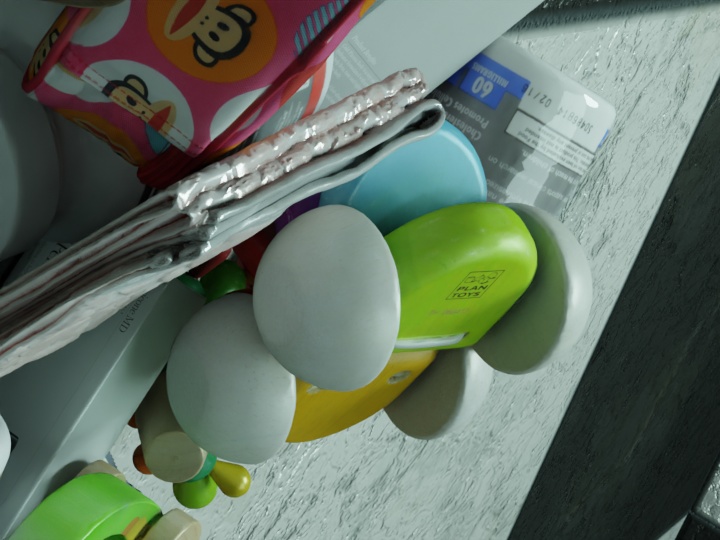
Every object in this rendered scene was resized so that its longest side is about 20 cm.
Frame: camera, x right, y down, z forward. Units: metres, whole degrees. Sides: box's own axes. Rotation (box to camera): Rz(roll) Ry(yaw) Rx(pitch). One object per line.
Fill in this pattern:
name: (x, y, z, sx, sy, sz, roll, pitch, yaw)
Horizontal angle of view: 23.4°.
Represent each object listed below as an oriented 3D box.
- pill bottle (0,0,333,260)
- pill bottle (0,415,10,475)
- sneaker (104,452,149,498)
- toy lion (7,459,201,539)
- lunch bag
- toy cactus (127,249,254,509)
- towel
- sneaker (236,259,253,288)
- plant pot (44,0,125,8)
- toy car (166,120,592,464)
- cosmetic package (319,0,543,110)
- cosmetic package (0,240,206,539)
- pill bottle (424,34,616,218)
pill bottle: (-0.111, -0.080, 0.752, 0.200, 0.116, 0.116, -32, 146, -47)
pill bottle: (-0.241, 0.135, 0.748, 0.201, 0.115, 0.116, -63, 158, 9)
sneaker: (-0.165, 0.148, 0.980, 0.082, 0.070, 0.200, -64, 155, -20)
toy lion: (-0.168, 0.182, 0.781, 0.201, 0.068, 0.192, -59, 167, -2)
lunch bag: (-0.029, -0.140, 0.625, 0.200, 0.082, 0.177, -40, -159, 35)
toy cactus: (-0.090, 0.062, 0.953, 0.165, 0.102, 0.201, -97, -165, -64)
towel: (-0.079, -0.010, 0.701, 0.190, 0.032, 0.200, -27, -177, 34)
sneaker: (-0.012, -0.006, 1.110, 0.200, 0.078, 0.082, -45, 156, -30)
plant pot: (-0.109, -0.216, 0.510, 0.199, 0.199, 0.200, -63, 159, -11)
toy car: (0.000, 0.000, 0.852, 0.174, 0.151, 0.200, -3, 155, -36)
cosmetic package: (0.020, -0.152, 0.896, 0.200, 0.090, 0.107, -40, 154, 2)
cosmetic package: (-0.169, 0.073, 0.870, 0.201, 0.082, 0.051, -58, 159, -4)
pill bottle: (0.048, -0.033, 0.985, 0.201, 0.113, 0.114, -60, 158, 7)
